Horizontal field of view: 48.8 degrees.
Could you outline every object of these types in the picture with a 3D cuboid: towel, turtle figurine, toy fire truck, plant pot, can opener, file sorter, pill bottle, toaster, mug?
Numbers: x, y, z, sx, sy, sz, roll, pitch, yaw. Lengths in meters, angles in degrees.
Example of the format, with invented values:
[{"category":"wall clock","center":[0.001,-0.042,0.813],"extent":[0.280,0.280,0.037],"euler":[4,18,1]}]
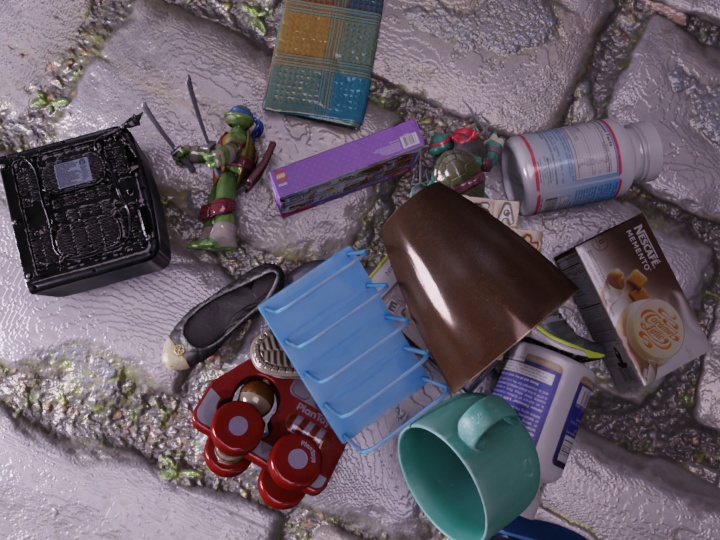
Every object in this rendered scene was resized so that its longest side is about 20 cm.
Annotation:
[{"category":"towel","center":[-0.051,-0.307,1.128],"extent":[0.144,0.022,0.204],"euler":[11,80,-3]},{"category":"turtle figurine","center":[-0.212,-0.128,1.035],"extent":[0.142,0.199,0.198],"euler":[1,85,31]},{"category":"turtle figurine","center":[0.132,-0.116,1.068],"extent":[0.148,0.101,0.203],"euler":[-21,100,18]},{"category":"toy fire truck","center":[-0.106,0.194,1.025],"extent":[0.198,0.113,0.169],"euler":[30,56,2]},{"category":"plant pot","center":[0.118,0.004,0.923],"extent":[0.186,0.187,0.201],"euler":[-37,80,-8]},{"category":"can opener","center":[0.000,0.000,1.073],"extent":[0.197,0.053,0.068],"euler":[-18,84,-7]},{"category":"file sorter","center":[-0.005,0.090,0.937],"extent":[0.138,0.123,0.202],"euler":[-33,97,-13]},{"category":"pill bottle","center":[0.215,0.206,1.025],"extent":[0.118,0.120,0.203],"euler":[23,82,0]},{"category":"toaster","center":[-0.344,-0.078,1.028],"extent":[0.197,0.119,0.184],"euler":[-16,84,-5]},{"category":"mug","center":[0.139,0.215,0.900],"extent":[0.113,0.185,0.154],"euler":[-25,88,-30]},{"category":"pill bottle","center":[0.301,-0.145,1.083],"extent":[0.196,0.109,0.111],"euler":[-11,83,-5]}]

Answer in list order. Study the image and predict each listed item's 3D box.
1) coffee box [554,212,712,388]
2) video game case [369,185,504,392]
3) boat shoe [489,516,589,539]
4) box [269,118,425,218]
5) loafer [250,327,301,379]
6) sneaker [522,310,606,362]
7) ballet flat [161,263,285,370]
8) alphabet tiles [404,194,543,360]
[{"category":"coffee box","center":[0.366,0.042,1.075],"extent":[0.113,0.080,0.203],"euler":[-24,85,-10]},{"category":"video game case","center":[0.125,0.026,1.020],"extent":[0.200,0.026,0.181],"euler":[41,93,-3]},{"category":"boat shoe","center":[0.232,0.366,1.024],"extent":[0.197,0.084,0.069],"euler":[23,104,-9]},{"category":"box","center":[-0.020,-0.131,1.047],"extent":[0.197,0.137,0.040],"euler":[-21,85,-7]},{"category":"loafer","center":[-0.046,0.105,1.036],"extent":[0.196,0.069,0.077],"euler":[-6,65,-14]},{"category":"sneaker","center":[0.246,0.062,1.072],"extent":[0.198,0.074,0.082],"euler":[27,77,-2]},{"category":"ballet flat","center":[-0.185,0.056,1.051],"extent":[0.199,0.057,0.067],"euler":[-41,86,-8]},{"category":"alphabet tiles","center":[0.142,0.009,1.003],"extent":[0.163,0.006,0.204],"euler":[5,95,-1]}]
